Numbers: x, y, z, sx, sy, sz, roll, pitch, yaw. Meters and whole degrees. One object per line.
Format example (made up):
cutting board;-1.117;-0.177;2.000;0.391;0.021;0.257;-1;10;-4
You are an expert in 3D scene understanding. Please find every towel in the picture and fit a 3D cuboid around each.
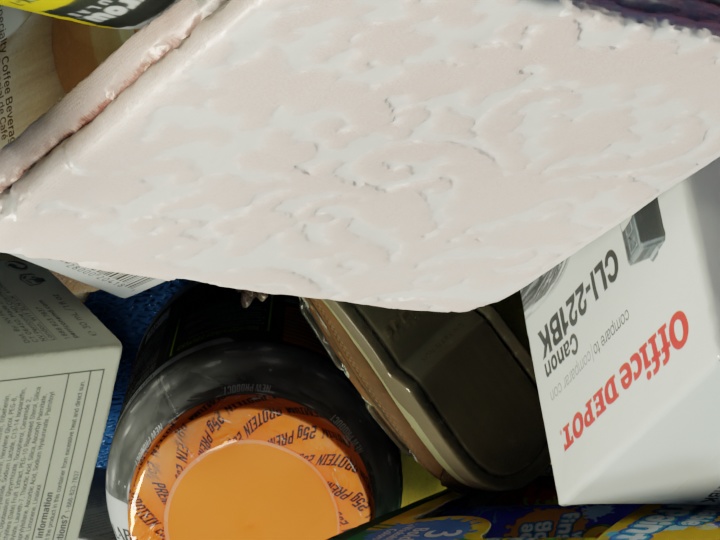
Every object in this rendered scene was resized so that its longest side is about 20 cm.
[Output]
towel;0.010;-0.042;0.754;0.199;0.032;0.191;9;149;-37

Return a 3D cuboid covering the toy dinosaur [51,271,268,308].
toy dinosaur;-0.121;-0.020;0.990;0.200;0.086;0.135;-35;129;27

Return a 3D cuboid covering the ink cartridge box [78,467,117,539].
ink cartridge box;-0.150;0.123;1.193;0.199;0.050;0.161;8;-176;24

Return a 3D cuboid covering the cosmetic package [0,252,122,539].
cosmetic package;-0.188;0.059;0.843;0.199;0.073;0.104;-4;121;-38

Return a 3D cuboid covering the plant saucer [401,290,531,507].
plant saucer;0.095;0.027;1.120;0.200;0.048;0.200;-33;162;-34

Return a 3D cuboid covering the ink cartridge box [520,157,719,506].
ink cartridge box;0.114;-0.032;0.892;0.083;0.201;0.144;-1;156;-19

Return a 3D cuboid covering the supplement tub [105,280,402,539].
supplement tub;-0.043;0.075;1.077;0.122;0.123;0.200;-11;-166;3

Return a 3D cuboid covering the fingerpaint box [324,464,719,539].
fingerpaint box;0.094;0.121;0.974;0.166;0.074;0.200;-3;-176;27

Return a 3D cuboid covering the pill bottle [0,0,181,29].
pill bottle;-0.092;-0.128;0.692;0.199;0.115;0.114;9;151;-38

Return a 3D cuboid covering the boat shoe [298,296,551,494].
boat shoe;0.000;0.000;0.974;0.072;0.201;0.068;-31;-171;-24

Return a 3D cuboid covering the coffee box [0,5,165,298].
coffee box;-0.029;-0.083;0.829;0.199;0.115;0.080;-23;153;27
